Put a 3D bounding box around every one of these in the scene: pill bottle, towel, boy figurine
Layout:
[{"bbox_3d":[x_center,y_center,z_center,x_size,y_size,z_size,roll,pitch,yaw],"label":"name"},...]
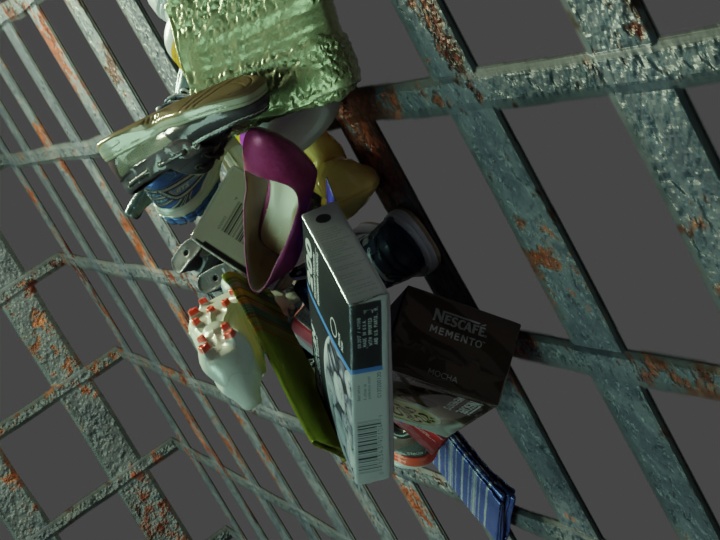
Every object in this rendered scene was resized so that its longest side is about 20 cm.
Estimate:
[{"bbox_3d":[-0.113,-0.202,1.451,0.200,0.104,0.104,51,162,17],"label":"pill bottle"},{"bbox_3d":[-0.070,0.090,1.473,0.086,0.018,0.201,30,-154,-58],"label":"towel"},{"bbox_3d":[-0.042,-0.094,1.524,0.200,0.064,0.125,38,155,54],"label":"boy figurine"},{"bbox_3d":[-0.088,-0.199,1.340,0.199,0.036,0.150,-14,94,43],"label":"towel"},{"bbox_3d":[0.106,0.207,1.748,0.200,0.024,0.145,51,164,25],"label":"towel"}]

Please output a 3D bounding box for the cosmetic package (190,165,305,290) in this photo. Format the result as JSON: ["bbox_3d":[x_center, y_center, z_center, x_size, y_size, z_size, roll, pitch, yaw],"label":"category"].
[{"bbox_3d":[-0.101,-0.040,1.600,0.103,0.088,0.200,32,-179,3],"label":"cosmetic package"}]

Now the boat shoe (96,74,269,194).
[{"bbox_3d":[-0.147,-0.115,1.350,0.199,0.072,0.065,-16,106,38],"label":"boat shoe"}]

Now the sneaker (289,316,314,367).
[{"bbox_3d":[-0.041,0.070,1.758,0.071,0.099,0.200,51,164,11],"label":"sneaker"}]

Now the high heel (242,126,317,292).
[{"bbox_3d":[-0.086,-0.053,1.392,0.067,0.096,0.200,25,163,9],"label":"high heel"}]

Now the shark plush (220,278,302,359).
[{"bbox_3d":[-0.093,0.066,1.628,0.200,0.090,0.084,-155,78,-68],"label":"shark plush"}]

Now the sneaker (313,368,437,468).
[{"bbox_3d":[0.009,0.139,1.736,0.199,0.077,0.082,28,141,30],"label":"sneaker"}]

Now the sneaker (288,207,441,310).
[{"bbox_3d":[0.000,0.000,1.499,0.070,0.108,0.200,58,163,-8],"label":"sneaker"}]

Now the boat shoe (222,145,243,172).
[{"bbox_3d":[-0.123,-0.088,1.743,0.071,0.070,0.201,39,157,44],"label":"boat shoe"}]

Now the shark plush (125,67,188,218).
[{"bbox_3d":[-0.194,-0.151,1.636,0.083,0.200,0.091,28,-163,-40],"label":"shark plush"}]

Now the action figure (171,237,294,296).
[{"bbox_3d":[-0.124,-0.001,1.795,0.130,0.069,0.200,53,-157,20],"label":"action figure"}]

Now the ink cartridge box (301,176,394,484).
[{"bbox_3d":[-0.017,0.051,1.390,0.200,0.043,0.199,-116,19,-54],"label":"ink cartridge box"}]

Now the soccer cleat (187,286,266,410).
[{"bbox_3d":[-0.126,0.073,1.509,0.078,0.069,0.200,63,-177,-18],"label":"soccer cleat"}]

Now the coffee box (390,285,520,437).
[{"bbox_3d":[0.064,0.089,1.458,0.112,0.080,0.200,20,163,-6],"label":"coffee box"}]

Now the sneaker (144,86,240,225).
[{"bbox_3d":[-0.156,-0.148,1.526,0.077,0.201,0.085,12,162,32],"label":"sneaker"}]

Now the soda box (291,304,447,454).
[{"bbox_3d":[0.023,0.096,1.599,0.200,0.070,0.063,39,159,7],"label":"soda box"}]
